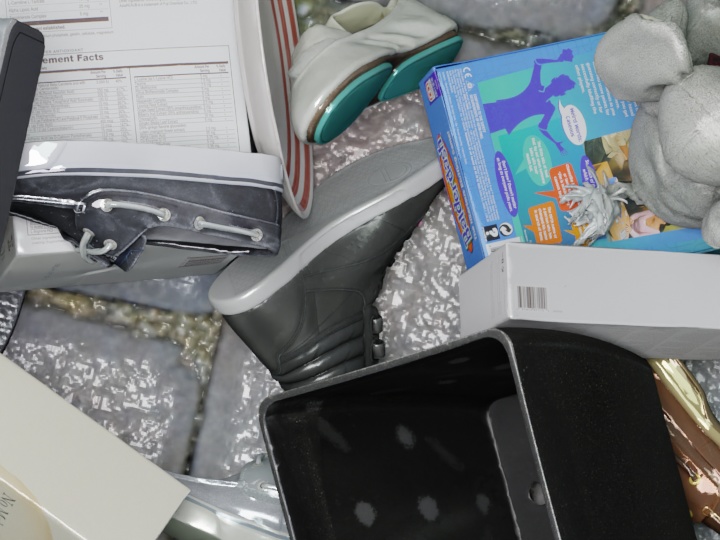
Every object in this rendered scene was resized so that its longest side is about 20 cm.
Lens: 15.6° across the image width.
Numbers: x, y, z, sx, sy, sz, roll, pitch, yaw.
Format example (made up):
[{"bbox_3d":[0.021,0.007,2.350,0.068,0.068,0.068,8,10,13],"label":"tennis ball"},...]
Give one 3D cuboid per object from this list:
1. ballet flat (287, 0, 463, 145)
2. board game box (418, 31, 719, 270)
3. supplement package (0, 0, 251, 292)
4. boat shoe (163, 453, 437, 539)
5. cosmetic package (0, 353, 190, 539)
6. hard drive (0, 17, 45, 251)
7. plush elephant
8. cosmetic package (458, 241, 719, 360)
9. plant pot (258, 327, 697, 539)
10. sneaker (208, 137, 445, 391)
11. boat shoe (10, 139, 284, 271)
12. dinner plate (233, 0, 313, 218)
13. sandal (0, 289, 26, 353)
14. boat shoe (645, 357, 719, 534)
[{"bbox_3d":[-0.005,-0.128,1.615,0.069,0.200,0.070,9,112,25],"label":"ballet flat"},{"bbox_3d":[0.151,-0.070,1.642,0.198,0.045,0.153,-12,82,-14],"label":"board game box"},{"bbox_3d":[-0.156,-0.101,1.608,0.149,0.152,0.202,-5,83,-15],"label":"supplement package"},{"bbox_3d":[-0.047,0.152,1.639,0.199,0.070,0.072,18,73,0],"label":"boat shoe"},{"bbox_3d":[-0.212,0.118,1.579,0.199,0.104,0.073,36,56,1],"label":"cosmetic package"},{"bbox_3d":[-0.267,-0.069,1.467,0.199,0.033,0.141,3,78,41],"label":"hard drive"},{"bbox_3d":[0.218,-0.090,1.555,0.199,0.155,0.165,-34,89,-17],"label":"plush elephant"},{"bbox_3d":[0.165,0.019,1.566,0.198,0.083,0.051,3,73,-19],"label":"cosmetic package"},{"bbox_3d":[0.088,0.139,1.551,0.199,0.177,0.201,-19,85,41],"label":"plant pot"},{"bbox_3d":[0.000,0.000,1.656,0.200,0.071,0.100,-39,118,-24],"label":"sneaker"},{"bbox_3d":[-0.140,-0.034,1.491,0.198,0.072,0.068,2,80,-21],"label":"boat shoe"},{"bbox_3d":[-0.055,-0.130,1.599,0.024,0.200,0.202,-7,83,4],"label":"dinner plate"},{"bbox_3d":[-0.242,0.005,1.674,0.076,0.043,0.201,32,76,-2],"label":"sandal"},{"bbox_3d":[0.209,0.127,1.630,0.067,0.072,0.201,-36,77,3],"label":"boat shoe"}]
